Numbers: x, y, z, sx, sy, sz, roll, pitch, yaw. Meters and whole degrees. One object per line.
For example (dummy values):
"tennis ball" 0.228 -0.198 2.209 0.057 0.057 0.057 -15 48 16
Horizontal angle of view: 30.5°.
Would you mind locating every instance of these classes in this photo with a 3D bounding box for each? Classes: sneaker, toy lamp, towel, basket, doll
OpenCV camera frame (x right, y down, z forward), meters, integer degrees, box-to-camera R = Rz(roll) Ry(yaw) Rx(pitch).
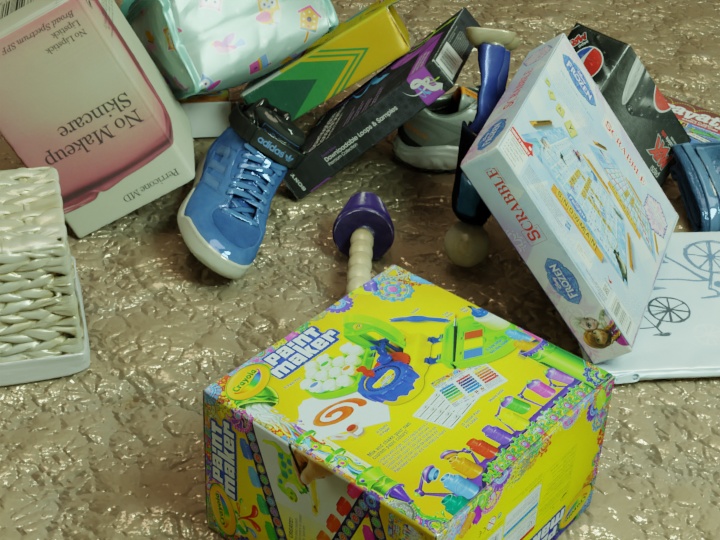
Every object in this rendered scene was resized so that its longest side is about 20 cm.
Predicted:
"sneaker" 0.132 -0.146 1.324 0.197 0.080 0.074 -2 32 -11
"toy lamp" 0.000 0.000 1.117 0.057 0.059 0.201 4 37 1
"towel" 0.403 -0.081 1.263 0.197 0.049 0.113 -3 51 -11
"basket" -0.315 0.005 1.017 0.197 0.125 0.136 -6 36 -15
"sneaker" -0.099 -0.083 1.168 0.076 0.111 0.201 33 25 -18
"doll" 0.107 -0.104 1.155 0.048 0.203 0.136 7 3 13

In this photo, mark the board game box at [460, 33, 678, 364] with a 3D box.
"board game box" 0.178 -0.063 1.080 0.041 0.201 0.200 -23 21 37

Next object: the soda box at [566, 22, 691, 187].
"soda box" 0.243 -0.149 1.242 0.063 0.071 0.200 33 -1 36

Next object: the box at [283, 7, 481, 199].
"box" 0.020 -0.159 1.255 0.036 0.199 0.143 47 31 -13

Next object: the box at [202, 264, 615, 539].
"box" 0.031 0.119 0.880 0.191 0.123 0.199 27 41 31

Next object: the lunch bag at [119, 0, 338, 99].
"lunch bag" -0.139 -0.240 1.290 0.169 0.123 0.200 -27 11 -20

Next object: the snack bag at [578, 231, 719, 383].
"snack bag" 0.264 0.031 1.126 0.186 0.022 0.201 -2 37 -7

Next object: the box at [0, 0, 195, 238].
"box" -0.248 -0.153 1.161 0.127 0.201 0.109 -26 34 7

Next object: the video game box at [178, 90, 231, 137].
"video game box" -0.243 -0.198 1.397 0.197 0.047 0.183 -4 37 -11

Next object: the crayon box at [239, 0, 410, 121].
"crayon box" -0.019 -0.215 1.324 0.199 0.051 0.127 -30 13 10

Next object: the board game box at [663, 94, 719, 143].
"board game box" 0.336 -0.150 1.404 0.199 0.020 0.103 25 38 29
